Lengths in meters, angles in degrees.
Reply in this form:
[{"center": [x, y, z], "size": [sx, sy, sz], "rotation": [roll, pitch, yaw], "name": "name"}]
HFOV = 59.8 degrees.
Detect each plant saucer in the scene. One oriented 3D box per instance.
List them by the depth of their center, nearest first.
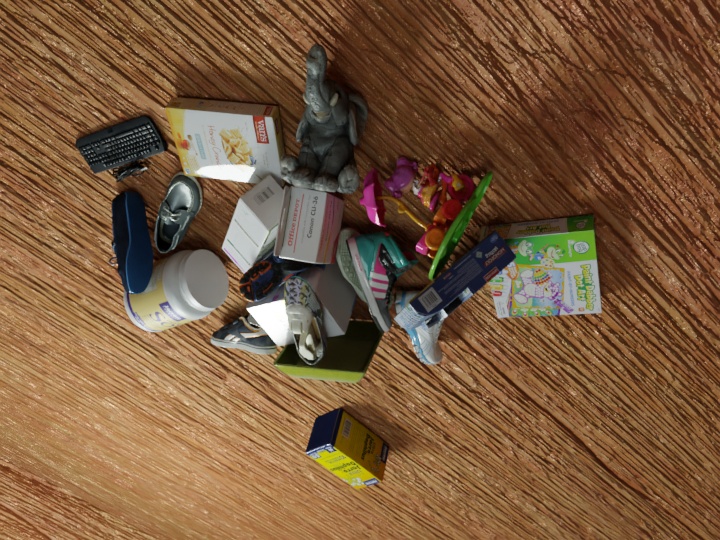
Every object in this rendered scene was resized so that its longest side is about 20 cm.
[{"center": [-0.056, 0.171, 1.308], "size": [0.194, 0.200, 0.049], "rotation": [3, 115, 16], "name": "plant saucer"}]

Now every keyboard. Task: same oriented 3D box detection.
[{"center": [-0.448, -0.217, 1.177], "size": [0.195, 0.040, 0.105], "rotation": [-9, 129, 28], "name": "keyboard"}]

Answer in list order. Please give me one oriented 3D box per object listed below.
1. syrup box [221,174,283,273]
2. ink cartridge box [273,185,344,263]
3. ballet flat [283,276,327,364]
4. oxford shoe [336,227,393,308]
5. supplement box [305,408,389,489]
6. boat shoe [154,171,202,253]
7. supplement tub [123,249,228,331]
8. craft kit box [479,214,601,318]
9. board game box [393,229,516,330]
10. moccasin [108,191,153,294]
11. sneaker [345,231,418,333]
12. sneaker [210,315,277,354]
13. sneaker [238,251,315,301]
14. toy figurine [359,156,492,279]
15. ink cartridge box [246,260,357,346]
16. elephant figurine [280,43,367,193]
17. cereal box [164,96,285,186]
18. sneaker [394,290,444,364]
[{"center": [-0.189, -0.077, 1.153], "size": [0.082, 0.079, 0.200], "rotation": [46, 148, 2], "name": "syrup box"}, {"center": [-0.083, -0.074, 1.062], "size": [0.066, 0.200, 0.120], "rotation": [9, 93, 10], "name": "ink cartridge box"}, {"center": [-0.103, 0.105, 1.170], "size": [0.070, 0.073, 0.204], "rotation": [2, 134, 16], "name": "ballet flat"}, {"center": [0.000, 0.000, 1.227], "size": [0.202, 0.075, 0.058], "rotation": [58, 169, -32], "name": "oxford shoe"}, {"center": [-0.032, 0.479, 1.675], "size": [0.199, 0.111, 0.108], "rotation": [41, 132, -23], "name": "supplement box"}, {"center": [-0.365, -0.109, 1.238], "size": [0.072, 0.063, 0.201], "rotation": [27, 136, -10], "name": "boat shoe"}, {"center": [-0.392, 0.042, 1.336], "size": [0.196, 0.147, 0.146], "rotation": [-17, 127, 32], "name": "supplement tub"}, {"center": [0.327, 0.000, 1.128], "size": [0.192, 0.049, 0.203], "rotation": [-7, 131, 21], "name": "craft kit box"}, {"center": [0.157, 0.038, 1.110], "size": [0.062, 0.198, 0.200], "rotation": [50, 167, 8], "name": "board game box"}, {"center": [-0.468, -0.055, 1.274], "size": [0.067, 0.206, 0.080], "rotation": [-3, 176, 29], "name": "moccasin"}, {"center": [0.057, 0.013, 1.175], "size": [0.118, 0.084, 0.204], "rotation": [-20, 116, 0], "name": "sneaker"}, {"center": [-0.268, 0.141, 1.449], "size": [0.196, 0.078, 0.082], "rotation": [3, 93, 34], "name": "sneaker"}, {"center": [-0.150, -0.012, 1.200], "size": [0.076, 0.197, 0.078], "rotation": [58, 164, -1], "name": "sneaker"}, {"center": [0.092, -0.119, 1.031], "size": [0.182, 0.203, 0.150], "rotation": [31, 173, 12], "name": "toy figurine"}, {"center": [-0.125, 0.056, 1.273], "size": [0.196, 0.130, 0.126], "rotation": [-13, 129, 30], "name": "ink cartridge box"}, {"center": [-0.047, -0.229, 0.975], "size": [0.138, 0.155, 0.206], "rotation": [2, 101, -26], "name": "elephant figurine"}, {"center": [-0.229, -0.223, 1.094], "size": [0.194, 0.040, 0.146], "rotation": [8, 137, 11], "name": "cereal box"}, {"center": [0.142, 0.118, 1.288], "size": [0.085, 0.076, 0.202], "rotation": [-14, 128, 22], "name": "sneaker"}]
